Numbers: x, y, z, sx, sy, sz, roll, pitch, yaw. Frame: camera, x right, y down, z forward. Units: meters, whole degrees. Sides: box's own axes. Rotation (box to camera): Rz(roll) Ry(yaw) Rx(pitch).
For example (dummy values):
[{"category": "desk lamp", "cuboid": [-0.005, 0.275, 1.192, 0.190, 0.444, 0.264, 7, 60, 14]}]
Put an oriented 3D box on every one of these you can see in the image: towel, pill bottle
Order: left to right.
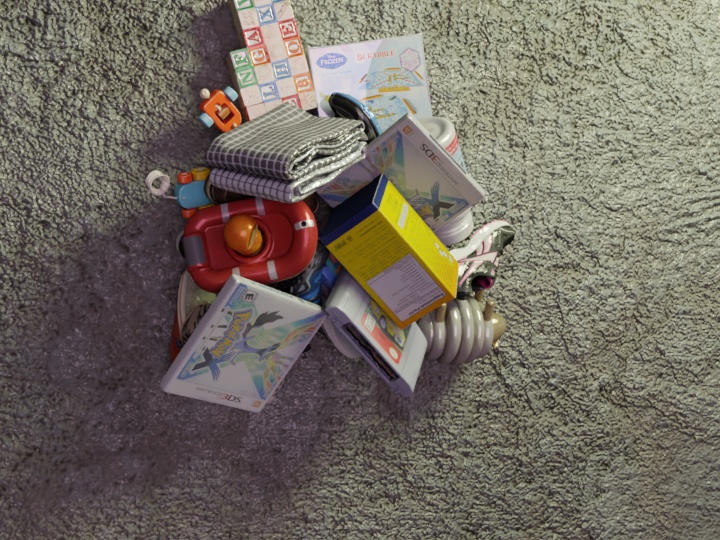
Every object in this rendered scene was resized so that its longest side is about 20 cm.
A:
[{"category": "towel", "cuboid": [-0.103, -0.176, 1.169, 0.200, 0.165, 0.086, -38, 130, -44]}, {"category": "pill bottle", "cuboid": [0.125, -0.144, 1.327, 0.109, 0.109, 0.200, -31, 127, -11]}]

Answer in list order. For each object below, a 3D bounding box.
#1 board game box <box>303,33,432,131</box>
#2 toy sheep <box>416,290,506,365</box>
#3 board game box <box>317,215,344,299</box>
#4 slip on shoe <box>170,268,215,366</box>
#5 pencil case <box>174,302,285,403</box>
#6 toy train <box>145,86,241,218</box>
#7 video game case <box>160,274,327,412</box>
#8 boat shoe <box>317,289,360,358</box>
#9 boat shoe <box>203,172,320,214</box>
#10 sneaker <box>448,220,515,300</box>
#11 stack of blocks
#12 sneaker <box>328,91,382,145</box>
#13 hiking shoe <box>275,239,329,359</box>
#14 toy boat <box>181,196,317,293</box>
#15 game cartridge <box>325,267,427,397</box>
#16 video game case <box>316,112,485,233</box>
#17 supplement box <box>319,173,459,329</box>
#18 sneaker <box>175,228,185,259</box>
[{"category": "board game box", "cuboid": [0.018, -0.280, 1.337, 0.200, 0.041, 0.200, -11, 101, -15]}, {"category": "toy sheep", "cuboid": [0.157, 0.097, 1.377, 0.199, 0.138, 0.138, 1, 96, -13]}, {"category": "board game box", "cuboid": [0.000, 0.000, 1.334, 0.152, 0.045, 0.200, -46, 107, -33]}, {"category": "slip on shoe", "cuboid": [-0.274, 0.093, 1.282, 0.074, 0.061, 0.201, 6, 83, -52]}, {"category": "pencil case", "cuboid": [-0.198, 0.134, 1.263, 0.200, 0.078, 0.090, 45, 37, -42]}, {"category": "toy train", "cuboid": [-0.244, -0.182, 1.249, 0.200, 0.056, 0.150, -52, 128, -7]}, {"category": "video game case", "cuboid": [-0.168, 0.114, 1.181, 0.182, 0.022, 0.200, 23, 107, -43]}, {"category": "boat shoe", "cuboid": [-0.064, 0.065, 1.342, 0.200, 0.064, 0.071, 56, 45, -12]}, {"category": "boat shoe", "cuboid": [-0.143, -0.109, 1.265, 0.202, 0.075, 0.075, 3, 106, -36]}, {"category": "sneaker", "cuboid": [0.204, -0.008, 1.373, 0.200, 0.080, 0.086, -34, 70, -30]}, {"category": "stack of blocks", "cuboid": [-0.152, -0.340, 1.271, 0.115, 0.059, 0.200, -18, 101, -14]}, {"category": "sneaker", "cuboid": [-0.004, -0.190, 1.283, 0.083, 0.071, 0.200, -28, 110, -17]}, {"category": "hiking shoe", "cuboid": [-0.088, 0.043, 1.262, 0.087, 0.074, 0.200, 14, 113, -32]}, {"category": "toy boat", "cuboid": [-0.161, -0.046, 1.152, 0.199, 0.131, 0.131, -13, 82, -2]}, {"category": "game cartridge", "cuboid": [0.030, 0.087, 1.263, 0.041, 0.133, 0.200, -30, 113, 30]}, {"category": "video game case", "cuboid": [0.062, -0.124, 1.262, 0.200, 0.022, 0.182, -36, 115, 28]}, {"category": "supplement box", "cuboid": [0.049, -0.028, 1.241, 0.109, 0.110, 0.200, -33, 110, 26]}, {"category": "sneaker", "cuboid": [-0.188, -0.031, 1.272, 0.200, 0.100, 0.070, -2, 99, -16]}]
